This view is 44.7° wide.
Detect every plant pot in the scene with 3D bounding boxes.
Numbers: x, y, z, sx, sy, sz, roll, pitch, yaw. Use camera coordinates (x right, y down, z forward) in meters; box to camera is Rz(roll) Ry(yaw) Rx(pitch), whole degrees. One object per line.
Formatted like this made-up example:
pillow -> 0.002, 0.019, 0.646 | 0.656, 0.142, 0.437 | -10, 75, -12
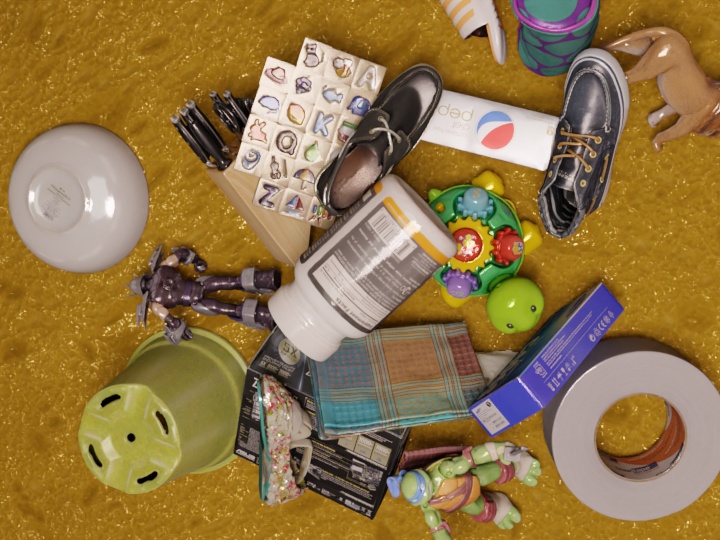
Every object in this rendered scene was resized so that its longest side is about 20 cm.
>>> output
plant pot -> -0.250, 0.185, 1.095 | 0.198, 0.184, 0.203 | 2, 97, 13

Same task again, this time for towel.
towel -> 0.041, 0.118, 0.998 | 0.198, 0.147, 0.022 | -6, 134, -8

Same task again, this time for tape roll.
tape roll -> 0.314, 0.181, 1.010 | 0.198, 0.066, 0.202 | 0, 102, 1

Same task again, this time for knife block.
knife block -> -0.143, -0.110, 1.050 | 0.174, 0.064, 0.202 | 1, 99, -30

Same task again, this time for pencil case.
pencil case -> 0.206, -0.268, 0.933 | 0.092, 0.200, 0.086 | 29, 95, 11

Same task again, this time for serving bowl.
serving bowl -> -0.384, -0.093, 1.155 | 0.198, 0.066, 0.202 | 2, 97, 13

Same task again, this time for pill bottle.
pill bottle -> 0.000, 0.000, 0.961 | 0.200, 0.116, 0.117 | -43, 86, 12

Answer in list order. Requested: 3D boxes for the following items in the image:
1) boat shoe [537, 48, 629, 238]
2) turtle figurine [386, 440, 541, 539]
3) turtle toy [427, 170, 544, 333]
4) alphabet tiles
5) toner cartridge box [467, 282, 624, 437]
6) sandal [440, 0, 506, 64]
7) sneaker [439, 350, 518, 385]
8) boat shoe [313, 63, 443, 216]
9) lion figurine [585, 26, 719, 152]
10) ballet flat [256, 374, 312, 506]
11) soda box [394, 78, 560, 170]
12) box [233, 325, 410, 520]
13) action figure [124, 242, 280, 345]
boat shoe -> 0.240, -0.132, 0.951 | 0.070, 0.091, 0.202 | 18, 135, 28
turtle figurine -> 0.148, 0.268, 0.997 | 0.199, 0.193, 0.146 | -11, 77, 39
turtle toy -> 0.142, -0.015, 1.027 | 0.145, 0.101, 0.201 | -39, 87, 14
alphabet tiles -> -0.049, -0.154, 1.007 | 0.165, 0.006, 0.202 | 17, 104, -11
toner cartridge box -> 0.207, 0.096, 0.967 | 0.043, 0.200, 0.095 | 50, 139, 3
sandal -> 0.119, -0.330, 1.016 | 0.059, 0.079, 0.209 | -18, 84, 15
sneaker -> 0.140, 0.134, 1.056 | 0.198, 0.080, 0.077 | 7, 96, 10
boat shoe -> 0.025, -0.143, 0.981 | 0.072, 0.068, 0.200 | 39, 98, -12
lion figurine -> 0.346, -0.205, 0.946 | 0.199, 0.073, 0.122 | 33, 137, -31
ballet flat -> -0.087, 0.191, 1.001 | 0.063, 0.076, 0.201 | -4, 131, -9
soda box -> 0.132, -0.170, 1.029 | 0.198, 0.068, 0.064 | 15, 100, 11
box -> -0.043, 0.185, 1.064 | 0.198, 0.086, 0.165 | 22, 130, 10
action figure -> -0.203, 0.032, 1.113 | 0.198, 0.069, 0.131 | 6, 74, 1
